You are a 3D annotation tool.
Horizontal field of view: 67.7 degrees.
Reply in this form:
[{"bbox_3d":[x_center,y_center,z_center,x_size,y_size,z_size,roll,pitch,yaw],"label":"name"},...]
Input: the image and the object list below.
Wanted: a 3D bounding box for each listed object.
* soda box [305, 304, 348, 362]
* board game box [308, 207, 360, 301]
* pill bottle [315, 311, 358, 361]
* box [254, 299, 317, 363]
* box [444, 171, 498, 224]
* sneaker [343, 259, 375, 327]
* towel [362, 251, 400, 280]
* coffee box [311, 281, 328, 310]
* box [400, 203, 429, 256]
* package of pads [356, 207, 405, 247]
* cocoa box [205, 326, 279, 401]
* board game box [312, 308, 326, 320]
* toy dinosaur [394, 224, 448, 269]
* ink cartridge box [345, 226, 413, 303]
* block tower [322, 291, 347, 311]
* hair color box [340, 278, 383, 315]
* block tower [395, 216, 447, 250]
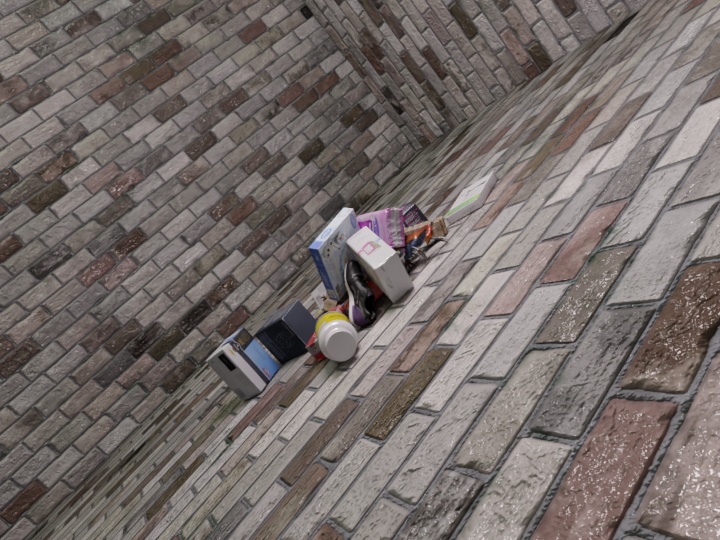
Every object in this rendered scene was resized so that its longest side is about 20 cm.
[{"bbox_3d":[-0.099,0.195,1.684,0.070,0.064,0.201,-34,13,29],"label":"soda box"},{"bbox_3d":[-0.059,-0.050,1.633,0.043,0.202,0.200,10,45,34],"label":"board game box"},{"bbox_3d":[-0.065,0.185,1.484,0.111,0.112,0.200,-41,12,-2],"label":"pill bottle"},{"bbox_3d":[-0.250,0.218,1.888,0.199,0.149,0.107,-29,16,44],"label":"box"},{"bbox_3d":[0.377,-0.246,1.816,0.144,0.036,0.200,-30,15,45],"label":"box"},{"bbox_3d":[0.009,0.061,1.596,0.075,0.204,0.087,4,-18,-43],"label":"sneaker"},{"bbox_3d":[0.060,-0.015,1.812,0.133,0.034,0.199,-50,-13,17],"label":"towel"},{"bbox_3d":[-0.066,0.048,1.908,0.200,0.080,0.112,-45,-23,23],"label":"coffee box"},{"bbox_3d":[0.148,-0.143,1.992,0.199,0.115,0.132,-41,11,-2],"label":"box"},{"bbox_3d":[0.063,-0.128,1.709,0.075,0.123,0.199,-3,0,-30],"label":"package of pads"},{"bbox_3d":[-0.410,0.328,1.878,0.133,0.201,0.132,-32,13,39],"label":"cocoa box"},{"bbox_3d":[-0.161,0.180,2.044,0.200,0.032,0.119,-48,17,-31],"label":"board game box"},{"bbox_3d":[0.163,-0.084,1.652,0.183,0.197,0.106,98,-164,-52],"label":"toy dinosaur"},{"bbox_3d":[0.056,-0.019,1.574,0.084,0.145,0.200,-36,37,-5],"label":"ink cartridge box"},{"bbox_3d":[-0.071,0.040,1.803,0.054,0.057,0.204,4,-77,-56],"label":"block tower"},{"bbox_3d":[0.031,0.066,1.706,0.200,0.061,0.101,-44,3,-11],"label":"hair color box"},{"bbox_3d":[0.184,-0.119,1.769,0.197,0.059,0.054,-19,14,15],"label":"block tower"}]
